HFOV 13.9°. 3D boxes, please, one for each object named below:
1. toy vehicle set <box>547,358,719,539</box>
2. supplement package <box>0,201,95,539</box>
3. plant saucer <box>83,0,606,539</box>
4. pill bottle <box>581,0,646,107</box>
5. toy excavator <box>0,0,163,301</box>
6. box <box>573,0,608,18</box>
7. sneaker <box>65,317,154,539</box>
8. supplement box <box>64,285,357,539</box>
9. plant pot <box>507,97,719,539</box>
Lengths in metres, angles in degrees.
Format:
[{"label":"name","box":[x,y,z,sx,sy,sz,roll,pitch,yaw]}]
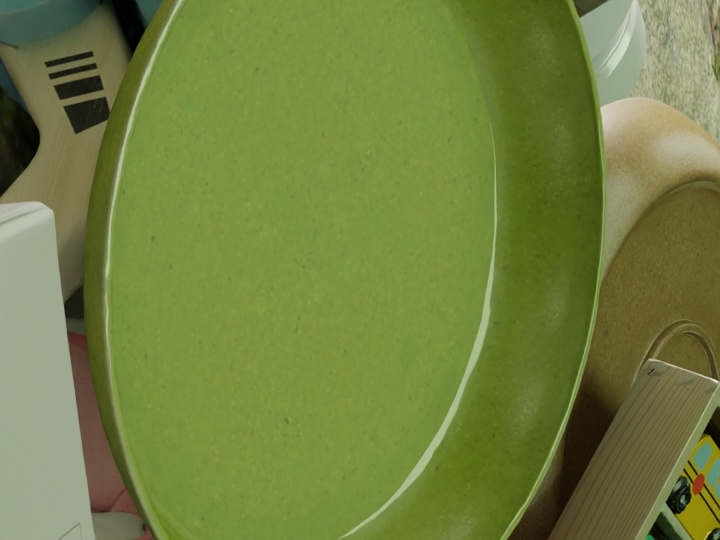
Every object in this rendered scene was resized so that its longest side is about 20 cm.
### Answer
[{"label":"toy vehicle set","box":[0.103,0.129,0.918,0.125,0.026,0.200,-60,144,-16]},{"label":"supplement package","box":[-0.116,0.099,0.523,0.120,0.120,0.202,-32,116,-71]},{"label":"plant saucer","box":[-0.005,-0.006,0.738,0.199,0.031,0.202,-11,104,-50]},{"label":"pill bottle","box":[0.045,-0.138,1.143,0.200,0.113,0.114,60,30,-56]},{"label":"toy excavator","box":[-0.065,-0.064,0.748,0.200,0.193,0.100,-118,-175,-46]},{"label":"box","box":[0.016,-0.170,0.857,0.200,0.078,0.095,44,61,-11]},{"label":"sneaker","box":[-0.077,0.115,0.728,0.105,0.075,0.202,-17,106,-78]},{"label":"supplement box","box":[-0.020,0.093,0.881,0.200,0.103,0.102,61,31,-57]},{"label":"plant pot","box":[0.090,0.047,0.931,0.200,0.027,0.202,-20,114,-54]}]
